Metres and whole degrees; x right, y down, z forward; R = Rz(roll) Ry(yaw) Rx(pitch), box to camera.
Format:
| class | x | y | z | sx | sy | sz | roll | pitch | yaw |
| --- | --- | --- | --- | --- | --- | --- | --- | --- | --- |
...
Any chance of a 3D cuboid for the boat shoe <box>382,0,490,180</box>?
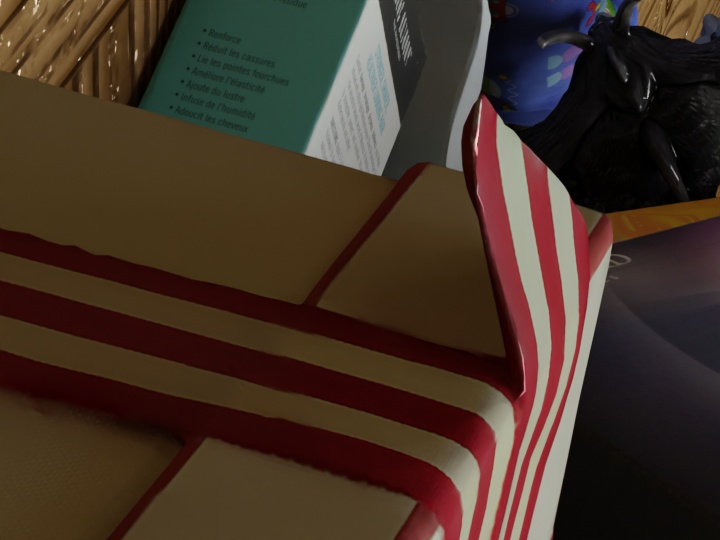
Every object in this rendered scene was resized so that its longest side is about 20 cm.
| class | x | y | z | sx | sy | sz | roll | pitch | yaw |
| --- | --- | --- | --- | --- | --- | --- | --- | --- | --- |
| boat shoe | 0.000 | 0.000 | 0.791 | 0.091 | 0.071 | 0.200 | 87 | 19 | -52 |

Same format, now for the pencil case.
| class | x | y | z | sx | sy | sz | roll | pitch | yaw |
| --- | --- | --- | --- | --- | --- | --- | --- | --- | --- |
| pencil case | 0.057 | -0.126 | 0.869 | 0.087 | 0.078 | 0.200 | -53 | 163 | -16 |

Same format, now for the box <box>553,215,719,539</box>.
| class | x | y | z | sx | sy | sz | roll | pitch | yaw |
| --- | --- | --- | --- | --- | --- | --- | --- | --- | --- |
| box | 0.137 | 0.077 | 0.714 | 0.200 | 0.198 | 0.123 | -14 | 123 | -37 |

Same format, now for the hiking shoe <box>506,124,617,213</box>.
| class | x | y | z | sx | sy | sz | roll | pitch | yaw |
| --- | --- | --- | --- | --- | --- | --- | --- | --- | --- |
| hiking shoe | 0.075 | -0.028 | 1.020 | 0.200 | 0.101 | 0.076 | -59 | 163 | -46 |

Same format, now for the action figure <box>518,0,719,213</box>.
| class | x | y | z | sx | sy | sz | roll | pitch | yaw |
| --- | --- | --- | --- | --- | --- | --- | --- | --- | --- |
| action figure | 0.108 | -0.033 | 0.894 | 0.200 | 0.119 | 0.102 | 57 | 6 | -37 |

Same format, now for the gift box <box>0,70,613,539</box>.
| class | x | y | z | sx | sy | sz | roll | pitch | yaw |
| --- | --- | --- | --- | --- | --- | --- | --- | --- | --- |
| gift box | -0.060 | 0.066 | 0.370 | 0.185 | 0.187 | 0.200 | -56 | 159 | -55 |

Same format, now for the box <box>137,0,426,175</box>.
| class | x | y | z | sx | sy | sz | roll | pitch | yaw |
| --- | --- | --- | --- | --- | --- | --- | --- | --- | --- |
| box | -0.040 | 0.001 | 0.682 | 0.082 | 0.049 | 0.200 | 78 | 31 | -65 |

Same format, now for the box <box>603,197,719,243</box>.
| class | x | y | z | sx | sy | sz | roll | pitch | yaw |
| --- | --- | --- | --- | --- | --- | --- | --- | --- | --- |
| box | 0.125 | 0.033 | 0.858 | 0.041 | 0.200 | 0.119 | -130 | -142 | -49 |
